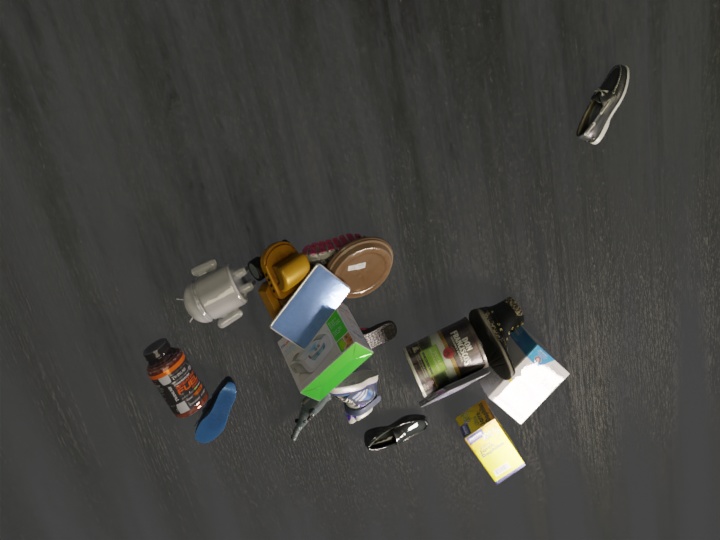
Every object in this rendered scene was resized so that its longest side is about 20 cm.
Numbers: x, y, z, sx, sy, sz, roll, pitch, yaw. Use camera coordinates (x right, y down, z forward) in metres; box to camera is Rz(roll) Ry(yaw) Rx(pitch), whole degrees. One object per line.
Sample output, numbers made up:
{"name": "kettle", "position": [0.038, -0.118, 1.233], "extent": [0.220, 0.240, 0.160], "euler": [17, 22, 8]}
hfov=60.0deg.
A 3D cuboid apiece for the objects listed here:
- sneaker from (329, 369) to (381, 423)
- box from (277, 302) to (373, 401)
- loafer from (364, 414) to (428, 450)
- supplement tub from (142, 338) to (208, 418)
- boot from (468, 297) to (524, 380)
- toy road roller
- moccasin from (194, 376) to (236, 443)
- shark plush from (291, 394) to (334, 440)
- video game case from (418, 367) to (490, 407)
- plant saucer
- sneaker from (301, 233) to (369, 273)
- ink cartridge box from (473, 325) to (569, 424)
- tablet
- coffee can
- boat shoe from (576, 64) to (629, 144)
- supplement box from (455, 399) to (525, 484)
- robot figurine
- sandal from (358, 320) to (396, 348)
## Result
{"name": "sneaker", "position": [-0.027, 0.362, 1.712], "extent": [0.198, 0.079, 0.150], "euler": [-5, 109, -51]}
{"name": "box", "position": [-0.093, 0.201, 1.626], "extent": [0.199, 0.178, 0.096], "euler": [-41, 141, 11]}
{"name": "loafer", "position": [0.106, 0.477, 1.816], "extent": [0.196, 0.071, 0.070], "euler": [-18, 111, -2]}
{"name": "supplement tub", "position": [-0.492, 0.281, 1.644], "extent": [0.105, 0.107, 0.203], "euler": [-26, 111, 2]}
{"name": "boot", "position": [0.398, 0.177, 1.692], "extent": [0.151, 0.074, 0.207], "euler": [-18, 74, -32]}
{"name": "toy road roller", "position": [-0.180, 0.027, 1.556], "extent": [0.122, 0.145, 0.204], "euler": [-33, 110, -29]}
{"name": "moccasin", "position": [-0.391, 0.384, 1.717], "extent": [0.079, 0.068, 0.202], "euler": [29, 104, -24]}
{"name": "shark plush", "position": [-0.145, 0.385, 1.741], "extent": [0.200, 0.084, 0.091], "euler": [-45, 109, 8]}
{"name": "video game case", "position": [0.255, 0.324, 1.714], "extent": [0.140, 0.200, 0.019], "euler": [-18, 74, -24]}
{"name": "plant saucer", "position": [0.000, 0.000, 1.610], "extent": [0.196, 0.030, 0.203], "euler": [-17, 138, -16]}
{"name": "sneaker", "position": [-0.054, -0.034, 1.620], "extent": [0.195, 0.074, 0.089], "euler": [-12, 126, -13]}
{"name": "ink cartridge box", "position": [0.449, 0.290, 1.760], "extent": [0.146, 0.146, 0.201], "euler": [39, 100, -19]}
{"name": "tablet", "position": [-0.124, 0.091, 1.556], "extent": [0.130, 0.014, 0.201], "euler": [37, 91, -35]}
{"name": "coffee can", "position": [0.232, 0.238, 1.711], "extent": [0.196, 0.147, 0.149], "euler": [-26, 111, 2]}
{"name": "boat shoe", "position": [0.612, -0.424, 1.578], "extent": [0.059, 0.076, 0.204], "euler": [12, 106, -18]}
{"name": "supplement box", "position": [0.384, 0.507, 1.845], "extent": [0.108, 0.109, 0.202], "euler": [-34, 110, 5]}
{"name": "robot figurine", "position": [-0.364, 0.058, 1.582], "extent": [0.196, 0.113, 0.173], "euler": [-25, 95, 1]}
{"name": "sandal", "position": [0.007, 0.190, 1.724], "extent": [0.196, 0.045, 0.077], "euler": [-20, 117, -17]}
